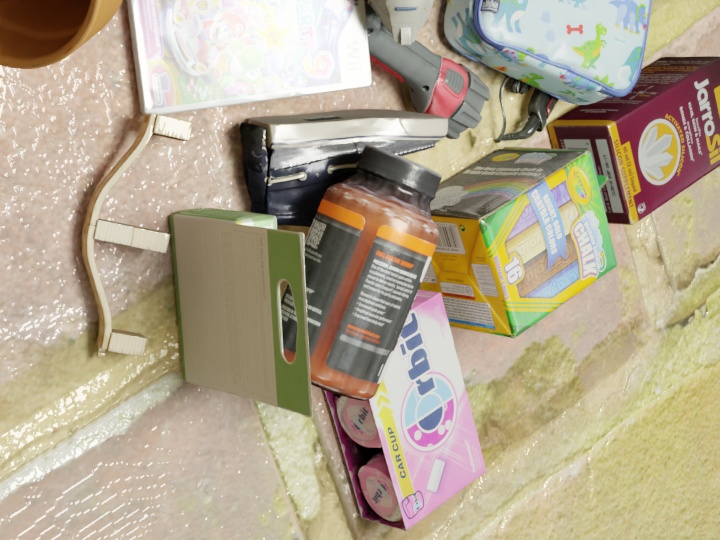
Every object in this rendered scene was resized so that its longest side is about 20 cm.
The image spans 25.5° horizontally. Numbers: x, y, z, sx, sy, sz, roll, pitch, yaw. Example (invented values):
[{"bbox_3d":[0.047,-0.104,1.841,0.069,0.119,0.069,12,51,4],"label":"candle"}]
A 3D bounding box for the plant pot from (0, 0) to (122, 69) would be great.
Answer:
[{"bbox_3d":[-0.224,-0.264,1.133,0.140,0.199,0.201,-45,123,-47],"label":"plant pot"}]

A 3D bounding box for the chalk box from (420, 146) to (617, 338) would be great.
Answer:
[{"bbox_3d":[0.155,-0.039,1.517,0.199,0.124,0.124,-30,113,-33],"label":"chalk box"}]

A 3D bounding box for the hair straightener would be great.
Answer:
[{"bbox_3d":[0.182,-0.213,1.586,0.077,0.041,0.200,40,74,-21],"label":"hair straightener"}]

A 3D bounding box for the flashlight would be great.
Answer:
[{"bbox_3d":[0.029,-0.191,1.435,0.199,0.068,0.068,29,110,-35],"label":"flashlight"}]

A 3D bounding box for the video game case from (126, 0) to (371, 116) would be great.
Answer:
[{"bbox_3d":[-0.091,-0.211,1.311,0.199,0.018,0.144,-10,102,-19],"label":"video game case"}]

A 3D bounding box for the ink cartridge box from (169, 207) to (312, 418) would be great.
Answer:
[{"bbox_3d":[-0.082,0.029,1.270,0.048,0.199,0.147,-10,101,-37],"label":"ink cartridge box"}]

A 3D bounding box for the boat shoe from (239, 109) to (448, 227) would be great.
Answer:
[{"bbox_3d":[-0.014,-0.090,1.399,0.199,0.075,0.093,-6,104,-26],"label":"boat shoe"}]

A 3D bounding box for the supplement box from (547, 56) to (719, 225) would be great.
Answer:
[{"bbox_3d":[0.299,-0.138,1.654,0.200,0.085,0.111,-31,114,-34],"label":"supplement box"}]

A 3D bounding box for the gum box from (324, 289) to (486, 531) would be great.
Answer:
[{"bbox_3d":[0.036,0.121,1.469,0.113,0.066,0.201,-29,113,-36],"label":"gum box"}]

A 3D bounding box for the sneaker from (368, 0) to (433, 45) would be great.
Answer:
[{"bbox_3d":[0.027,-0.250,1.368,0.074,0.200,0.083,2,113,2],"label":"sneaker"}]

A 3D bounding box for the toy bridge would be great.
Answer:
[{"bbox_3d":[-0.188,-0.028,1.277,0.067,0.027,0.201,12,93,-24],"label":"toy bridge"}]

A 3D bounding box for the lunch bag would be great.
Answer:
[{"bbox_3d":[0.183,-0.260,1.520,0.199,0.082,0.162,20,77,-26],"label":"lunch bag"}]

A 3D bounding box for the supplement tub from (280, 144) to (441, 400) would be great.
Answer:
[{"bbox_3d":[0.000,0.000,1.335,0.107,0.107,0.201,20,93,-40],"label":"supplement tub"}]
